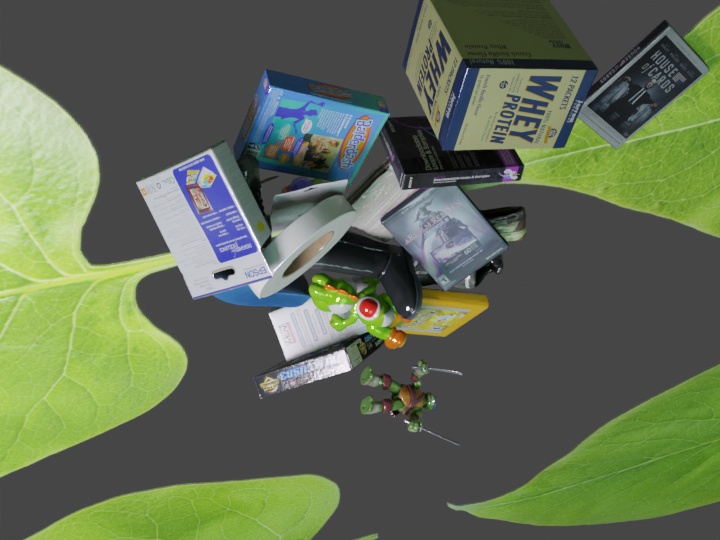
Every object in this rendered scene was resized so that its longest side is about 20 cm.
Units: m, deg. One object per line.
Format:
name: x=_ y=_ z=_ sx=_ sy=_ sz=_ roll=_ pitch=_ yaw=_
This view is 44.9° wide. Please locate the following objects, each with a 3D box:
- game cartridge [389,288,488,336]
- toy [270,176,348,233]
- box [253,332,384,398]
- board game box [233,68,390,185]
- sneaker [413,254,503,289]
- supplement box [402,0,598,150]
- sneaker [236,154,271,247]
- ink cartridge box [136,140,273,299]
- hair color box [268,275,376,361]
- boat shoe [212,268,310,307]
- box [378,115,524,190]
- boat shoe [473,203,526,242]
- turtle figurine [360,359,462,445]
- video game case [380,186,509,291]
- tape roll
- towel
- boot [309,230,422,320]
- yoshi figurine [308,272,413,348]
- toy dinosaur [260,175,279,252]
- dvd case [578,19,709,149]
game cartridge: x=0.123 y=0.084 z=1.712 sx=0.198 sy=0.033 sz=0.176 roll=4 pitch=154 yaw=-26
toy: x=-0.091 y=-0.114 z=1.378 sx=0.114 sy=0.048 sz=0.200 roll=-15 pitch=166 yaw=-12
box: x=-0.073 y=0.170 z=1.648 sx=0.198 sy=0.050 sz=0.198 roll=-20 pitch=180 yaw=21
board game box: x=-0.076 y=-0.213 z=1.328 sx=0.198 sy=0.045 sz=0.153 roll=8 pitch=134 yaw=-28
sneaker: x=0.179 y=0.000 z=1.635 sx=0.198 sy=0.091 sz=0.067 roll=-20 pitch=140 yaw=1
supplement box: x=0.189 y=-0.286 z=1.231 sx=0.198 sy=0.201 sz=0.135 roll=-4 pitch=138 yaw=-18
sneaker: x=-0.167 y=-0.080 z=1.320 sx=0.066 sy=0.090 sz=0.201 roll=-41 pitch=157 yaw=-47
ink cartridge box: x=-0.222 y=-0.069 z=1.284 sx=0.196 sy=0.047 sz=0.201 roll=-14 pitch=108 yaw=42
hair color box: x=-0.061 y=0.085 z=1.624 sx=0.198 sy=0.061 sz=0.100 roll=-20 pitch=98 yaw=1
boat shoe: x=-0.184 y=0.021 z=1.539 sx=0.199 sy=0.069 sz=0.084 roll=14 pitch=143 yaw=-39
box: x=0.139 y=-0.190 z=1.365 sx=0.198 sy=0.144 sz=0.036 roll=-7 pitch=137 yaw=-14
boat shoe: x=0.201 y=-0.089 z=1.569 sx=0.198 sy=0.073 sz=0.065 roll=-2 pitch=112 yaw=-7
turtle figurine: x=0.107 y=0.264 z=1.870 sx=0.192 sy=0.200 sz=0.145 roll=11 pitch=98 yaw=-25
video game case: x=0.149 y=-0.064 z=1.519 sx=0.142 sy=0.019 sz=0.200 roll=-35 pitch=124 yaw=17
tape roll: x=-0.091 y=-0.036 z=1.346 sx=0.202 sy=0.037 sz=0.203 roll=-41 pitch=173 yaw=-6
towel: x=0.063 y=-0.131 z=1.487 sx=0.132 sy=0.035 sz=0.200 roll=23 pitch=125 yaw=-38
boot: x=0.000 y=-0.001 z=1.488 sx=0.198 sy=0.166 sz=0.066 roll=17 pitch=126 yaw=-25
yoshi figurine: x=-0.007 y=0.060 z=1.559 sx=0.199 sy=0.113 sz=0.112 roll=27 pitch=130 yaw=-16
toy dinosaur: x=-0.196 y=-0.087 z=1.430 sx=0.105 sy=0.061 sz=0.201 roll=-18 pitch=144 yaw=-21
dvd case: x=0.466 y=-0.305 z=1.457 sx=0.150 sy=0.025 sz=0.200 roll=24 pitch=124 yaw=-40
